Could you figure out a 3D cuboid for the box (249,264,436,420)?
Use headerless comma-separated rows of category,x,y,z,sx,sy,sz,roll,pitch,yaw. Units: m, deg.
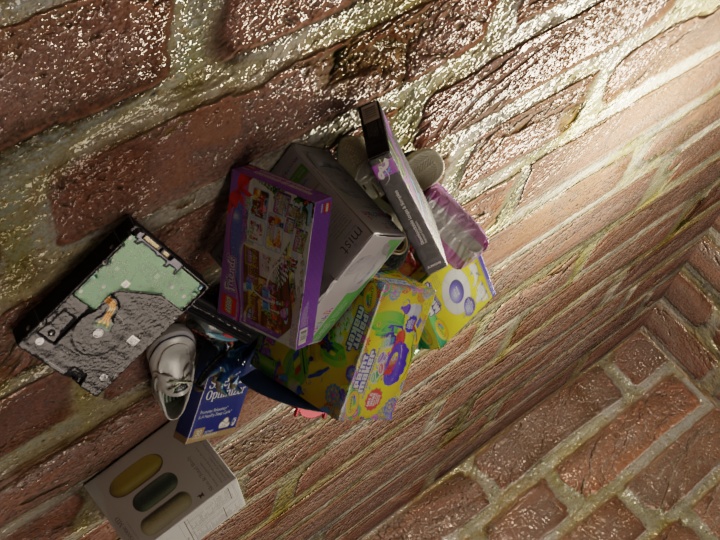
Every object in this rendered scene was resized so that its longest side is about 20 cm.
box,-0.027,0.082,1.615,0.122,0.192,0.201,8,105,-49

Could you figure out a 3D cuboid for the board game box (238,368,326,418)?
board game box,-0.089,0.187,1.664,0.200,0.157,0.039,-28,135,-74

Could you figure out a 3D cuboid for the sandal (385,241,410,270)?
sandal,-0.001,0.000,1.730,0.200,0.075,0.048,-45,-175,23

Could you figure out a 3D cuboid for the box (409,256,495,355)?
box,0.133,0.040,1.830,0.048,0.118,0.200,-1,-150,46

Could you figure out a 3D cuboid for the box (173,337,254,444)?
box,-0.212,0.165,1.747,0.121,0.032,0.201,-4,115,-59

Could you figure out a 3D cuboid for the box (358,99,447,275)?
box,0.057,-0.111,1.517,0.036,0.143,0.201,-22,125,9

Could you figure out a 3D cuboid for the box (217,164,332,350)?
box,-0.110,-0.017,1.428,0.039,0.136,0.201,-22,128,-51

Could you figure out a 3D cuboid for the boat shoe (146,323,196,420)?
boat shoe,-0.265,0.150,1.643,0.073,0.067,0.200,-17,152,-17

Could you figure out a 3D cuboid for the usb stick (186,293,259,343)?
usb stick,-0.209,0.047,1.500,0.033,0.055,0.200,-54,138,3

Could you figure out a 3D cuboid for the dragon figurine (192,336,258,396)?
dragon figurine,-0.193,0.123,1.636,0.200,0.059,0.100,4,105,-71

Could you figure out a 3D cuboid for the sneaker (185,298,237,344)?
sneaker,-0.173,0.038,1.636,0.200,0.079,0.096,-19,131,-54

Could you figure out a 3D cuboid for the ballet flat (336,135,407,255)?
ballet flat,0.025,-0.104,1.589,0.067,0.062,0.201,-41,131,-21

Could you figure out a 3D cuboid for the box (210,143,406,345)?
box,-0.072,-0.033,1.508,0.200,0.177,0.096,-51,157,20

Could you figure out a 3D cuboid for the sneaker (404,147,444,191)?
sneaker,0.031,-0.116,1.693,0.199,0.075,0.085,-27,-171,-4

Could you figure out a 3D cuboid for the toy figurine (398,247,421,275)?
toy figurine,0.057,0.013,1.847,0.184,0.149,0.201,-30,136,-56

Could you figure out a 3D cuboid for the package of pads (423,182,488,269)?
package of pads,0.124,-0.076,1.742,0.076,0.121,0.200,-43,-170,6

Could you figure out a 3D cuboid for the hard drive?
hard drive,-0.299,0.045,1.371,0.200,0.038,0.140,-44,132,4

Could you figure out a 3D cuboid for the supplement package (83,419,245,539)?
supplement package,-0.318,0.370,1.874,0.200,0.152,0.151,-36,158,-16
